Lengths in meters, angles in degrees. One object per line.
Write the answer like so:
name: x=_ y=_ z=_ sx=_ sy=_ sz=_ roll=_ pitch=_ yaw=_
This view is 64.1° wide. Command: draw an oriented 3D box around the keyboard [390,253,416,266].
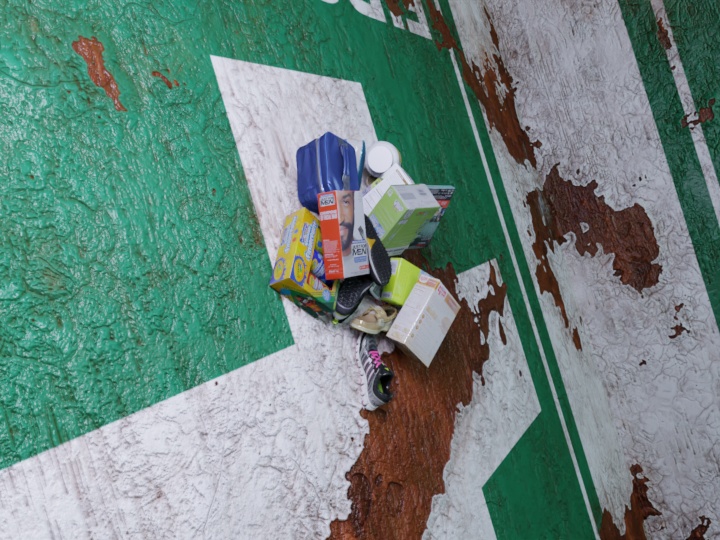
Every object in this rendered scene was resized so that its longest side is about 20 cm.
keyboard: x=0.125 y=0.021 z=1.681 sx=0.199 sy=0.039 sz=0.106 roll=35 pitch=71 yaw=-43

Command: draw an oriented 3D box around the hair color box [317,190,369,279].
hair color box: x=-0.039 y=-0.086 z=1.383 sx=0.110 sy=0.063 sz=0.205 roll=-10 pitch=94 yaw=-54

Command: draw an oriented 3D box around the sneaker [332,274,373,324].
sneaker: x=-0.025 y=0.058 z=1.482 sx=0.071 sy=0.084 sz=0.201 roll=31 pitch=47 yaw=8

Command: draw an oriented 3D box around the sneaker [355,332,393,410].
sneaker: x=0.043 y=0.253 z=1.487 sx=0.073 sy=0.086 sz=0.205 roll=14 pitch=65 yaw=-50

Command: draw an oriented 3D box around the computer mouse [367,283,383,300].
computer mouse: x=0.000 y=0.000 z=1.576 sx=0.202 sy=0.043 sz=0.110 roll=57 pitch=41 yaw=-17

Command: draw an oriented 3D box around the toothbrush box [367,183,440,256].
toothbrush box: x=0.095 y=-0.129 z=1.528 sx=0.144 sy=0.201 sz=0.087 roll=-11 pitch=58 yaw=-44

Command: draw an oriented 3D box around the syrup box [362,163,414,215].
syrup box: x=0.055 y=-0.194 z=1.575 sx=0.082 sy=0.199 sz=0.079 roll=53 pitch=13 yaw=13

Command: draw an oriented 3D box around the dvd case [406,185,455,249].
dvd case: x=0.183 y=-0.150 z=1.643 sx=0.144 sy=0.203 sz=0.022 roll=-9 pitch=40 yaw=-45

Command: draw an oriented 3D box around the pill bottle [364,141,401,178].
pill bottle: x=0.066 y=-0.325 z=1.693 sx=0.200 sy=0.102 sz=0.106 roll=-53 pitch=122 yaw=-79

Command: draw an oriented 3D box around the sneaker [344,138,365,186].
sneaker: x=-0.039 y=-0.268 z=1.611 sx=0.077 sy=0.079 sz=0.205 roll=42 pitch=59 yaw=-77

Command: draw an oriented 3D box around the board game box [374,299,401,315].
board game box: x=0.130 y=0.117 z=1.702 sx=0.202 sy=0.046 sz=0.152 roll=59 pitch=37 yaw=-19

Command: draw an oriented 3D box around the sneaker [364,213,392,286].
sneaker: x=0.011 y=-0.044 z=1.478 sx=0.069 sy=0.089 sz=0.204 roll=-12 pitch=75 yaw=-46

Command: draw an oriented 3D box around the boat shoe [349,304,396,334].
boat shoe: x=0.037 y=0.126 z=1.534 sx=0.199 sy=0.073 sz=0.068 roll=2 pitch=107 yaw=-63

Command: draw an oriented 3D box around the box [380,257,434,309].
box: x=0.145 y=0.054 z=1.641 sx=0.198 sy=0.047 sz=0.125 roll=27 pitch=73 yaw=-45

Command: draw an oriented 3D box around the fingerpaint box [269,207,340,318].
fingerpaint box: x=-0.121 y=-0.018 z=1.389 sx=0.166 sy=0.072 sz=0.204 roll=40 pitch=46 yaw=-38

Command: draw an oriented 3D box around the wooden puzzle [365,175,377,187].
wooden puzzle: x=0.106 y=-0.194 z=1.778 sx=0.183 sy=0.037 sz=0.203 roll=0 pitch=58 yaw=-54

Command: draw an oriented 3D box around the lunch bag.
lunch bag: x=-0.078 y=-0.258 z=1.500 sx=0.135 sy=0.130 sz=0.205 roll=15 pitch=65 yaw=-50

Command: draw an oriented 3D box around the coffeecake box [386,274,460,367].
coffeecake box: x=0.179 y=0.140 z=1.603 sx=0.154 sy=0.072 sz=0.202 roll=45 pitch=71 yaw=-43
